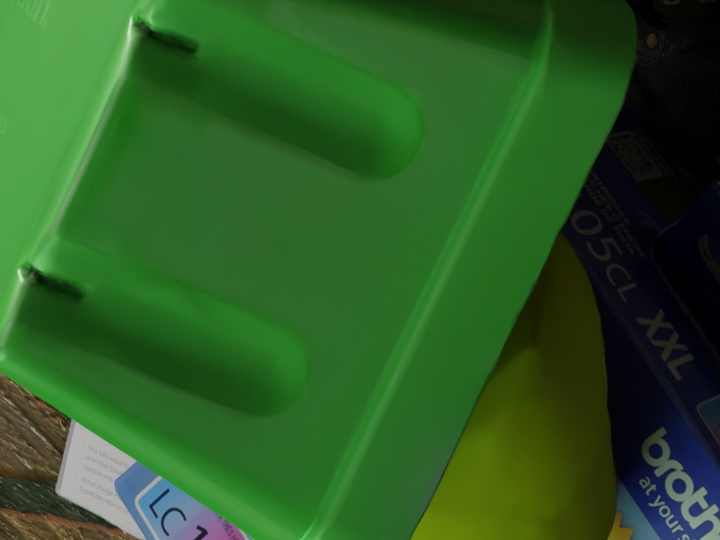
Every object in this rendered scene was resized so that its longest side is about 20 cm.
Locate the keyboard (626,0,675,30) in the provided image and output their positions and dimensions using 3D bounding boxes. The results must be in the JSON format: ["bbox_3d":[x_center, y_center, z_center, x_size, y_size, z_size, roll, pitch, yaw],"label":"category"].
[{"bbox_3d":[0.058,-0.108,0.737,0.039,0.105,0.200,11,172,-21],"label":"keyboard"}]

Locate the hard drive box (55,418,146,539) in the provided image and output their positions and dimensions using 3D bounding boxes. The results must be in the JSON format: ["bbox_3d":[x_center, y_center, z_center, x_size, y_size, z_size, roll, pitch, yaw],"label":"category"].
[{"bbox_3d":[0.000,0.000,0.924,0.155,0.201,0.077,22,-169,41],"label":"hard drive box"}]

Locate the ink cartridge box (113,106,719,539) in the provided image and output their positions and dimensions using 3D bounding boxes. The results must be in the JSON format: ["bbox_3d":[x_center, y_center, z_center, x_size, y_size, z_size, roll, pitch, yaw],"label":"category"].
[{"bbox_3d":[0.047,0.052,0.778,0.200,0.076,0.137,-42,75,31],"label":"ink cartridge box"}]

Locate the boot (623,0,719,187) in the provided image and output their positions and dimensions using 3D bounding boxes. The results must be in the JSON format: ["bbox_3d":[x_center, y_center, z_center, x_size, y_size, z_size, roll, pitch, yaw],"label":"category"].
[{"bbox_3d":[0.115,-0.084,0.744,0.200,0.069,0.175,52,153,28],"label":"boot"}]

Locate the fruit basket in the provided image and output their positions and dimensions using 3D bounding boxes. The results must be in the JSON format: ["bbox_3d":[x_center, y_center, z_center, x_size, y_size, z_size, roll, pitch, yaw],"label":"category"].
[{"bbox_3d":[-0.003,-0.008,0.662,0.215,0.156,0.216,25,-171,-4],"label":"fruit basket"}]
